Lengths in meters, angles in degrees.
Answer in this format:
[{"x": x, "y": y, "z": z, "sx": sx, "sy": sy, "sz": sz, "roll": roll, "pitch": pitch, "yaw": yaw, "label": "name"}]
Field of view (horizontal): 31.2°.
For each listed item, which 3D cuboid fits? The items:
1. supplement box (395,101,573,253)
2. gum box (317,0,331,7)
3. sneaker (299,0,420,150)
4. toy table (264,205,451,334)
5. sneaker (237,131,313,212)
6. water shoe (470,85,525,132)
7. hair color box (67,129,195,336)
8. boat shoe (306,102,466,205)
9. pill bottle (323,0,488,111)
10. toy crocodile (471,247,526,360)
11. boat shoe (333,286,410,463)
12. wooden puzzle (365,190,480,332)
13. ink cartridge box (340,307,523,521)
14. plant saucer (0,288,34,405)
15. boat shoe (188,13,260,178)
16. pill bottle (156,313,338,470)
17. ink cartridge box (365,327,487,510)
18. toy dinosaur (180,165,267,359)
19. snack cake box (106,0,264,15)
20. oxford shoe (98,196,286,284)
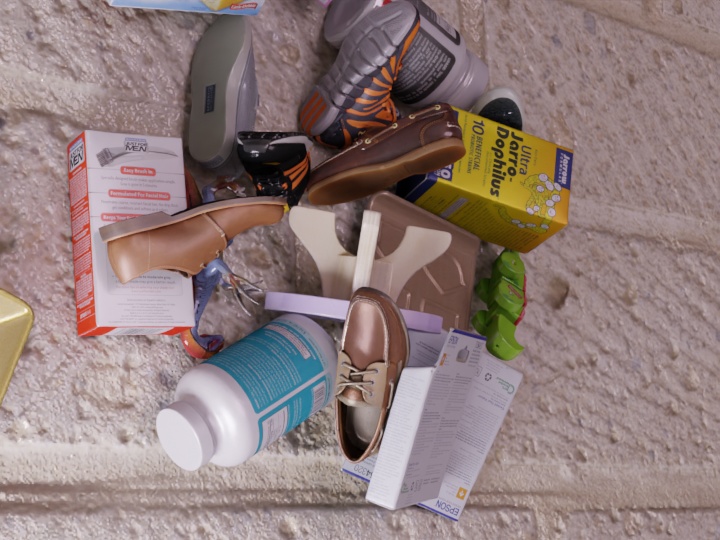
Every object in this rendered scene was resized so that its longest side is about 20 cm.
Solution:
[{"x": 0.155, "y": -0.114, "z": 1.629, "sx": 0.197, "sy": 0.109, "sz": 0.110, "roll": 17, "pitch": 66, "yaw": -18, "label": "supplement box"}, {"x": -0.070, "y": -0.423, "z": 1.552, "sx": 0.199, "sy": 0.066, "sz": 0.114, "roll": 40, "pitch": 55, "yaw": -8, "label": "gum box"}, {"x": 0.022, "y": -0.226, "z": 1.550, "sx": 0.111, "sy": 0.200, "sz": 0.078, "roll": 24, "pitch": 28, "yaw": -41, "label": "sneaker"}, {"x": 0.000, "y": 0.000, "z": 1.439, "sx": 0.197, "sy": 0.184, "sz": 0.119, "roll": 10, "pitch": 86, "yaw": -11, "label": "toy table"}, {"x": -0.089, "y": -0.105, "z": 1.421, "sx": 0.200, "sy": 0.069, "sz": 0.092, "roll": -19, "pitch": 110, "yaw": -82, "label": "sneaker"}, {"x": 0.177, "y": -0.195, "z": 1.684, "sx": 0.070, "sy": 0.201, "sz": 0.080, "roll": 0, "pitch": 63, "yaw": 5, "label": "water shoe"}, {"x": -0.237, "y": -0.036, "z": 1.329, "sx": 0.110, "sy": 0.064, "sz": 0.203, "roll": 2, "pitch": 78, "yaw": -33, "label": "hair color box"}, {"x": 0.025, "y": -0.138, "z": 1.530, "sx": 0.070, "sy": 0.197, "sz": 0.071, "roll": 60, "pitch": 12, "yaw": -69, "label": "boat shoe"}, {"x": 0.060, "y": -0.278, "z": 1.624, "sx": 0.199, "sy": 0.113, "sz": 0.115, "roll": 35, "pitch": 58, "yaw": -28, "label": "pill bottle"}, {"x": 0.186, "y": 0.036, "z": 1.644, "sx": 0.061, "sy": 0.068, "sz": 0.201, "roll": 30, "pitch": 32, "yaw": -9, "label": "toy crocodile"}, {"x": 0.008, "y": 0.116, "z": 1.357, "sx": 0.072, "sy": 0.075, "sz": 0.203, "roll": -49, "pitch": 143, "yaw": -55, "label": "boat shoe"}, {"x": 0.061, "y": 0.027, "z": 1.590, "sx": 0.184, "sy": 0.046, "sz": 0.203, "roll": 23, "pitch": 68, "yaw": -34, "label": "wooden puzzle"}, {"x": 0.080, "y": 0.174, "z": 1.548, "sx": 0.195, "sy": 0.043, "sz": 0.202, "roll": 29, "pitch": 85, "yaw": -32, "label": "ink cartridge box"}, {"x": -0.416, "y": 0.082, "z": 1.157, "sx": 0.199, "sy": 0.048, "sz": 0.202, "roll": 32, "pitch": 59, "yaw": -30, "label": "plant saucer"}, {"x": -0.149, "y": -0.196, "z": 1.461, "sx": 0.071, "sy": 0.069, "sz": 0.204, "roll": 43, "pitch": 46, "yaw": -53, "label": "boat shoe"}, {"x": -0.119, "y": 0.132, "z": 1.358, "sx": 0.199, "sy": 0.110, "sz": 0.112, "roll": -30, "pitch": 97, "yaw": -42, "label": "pill bottle"}, {"x": 0.076, "y": 0.158, "z": 1.431, "sx": 0.199, "sy": 0.040, "sz": 0.203, "roll": 22, "pitch": 86, "yaw": -72, "label": "ink cartridge box"}, {"x": -0.169, "y": -0.004, "z": 1.401, "sx": 0.183, "sy": 0.198, "sz": 0.105, "roll": -61, "pitch": 159, "yaw": -10, "label": "toy dinosaur"}, {"x": -0.203, "y": -0.347, "z": 1.418, "sx": 0.198, "sy": 0.067, "sz": 0.116, "roll": -7, "pitch": 54, "yaw": -42, "label": "snack cake box"}, {"x": -0.162, "y": -0.032, "z": 1.302, "sx": 0.198, "sy": 0.071, "sz": 0.072, "roll": -16, "pitch": 92, "yaw": -23, "label": "oxford shoe"}]
